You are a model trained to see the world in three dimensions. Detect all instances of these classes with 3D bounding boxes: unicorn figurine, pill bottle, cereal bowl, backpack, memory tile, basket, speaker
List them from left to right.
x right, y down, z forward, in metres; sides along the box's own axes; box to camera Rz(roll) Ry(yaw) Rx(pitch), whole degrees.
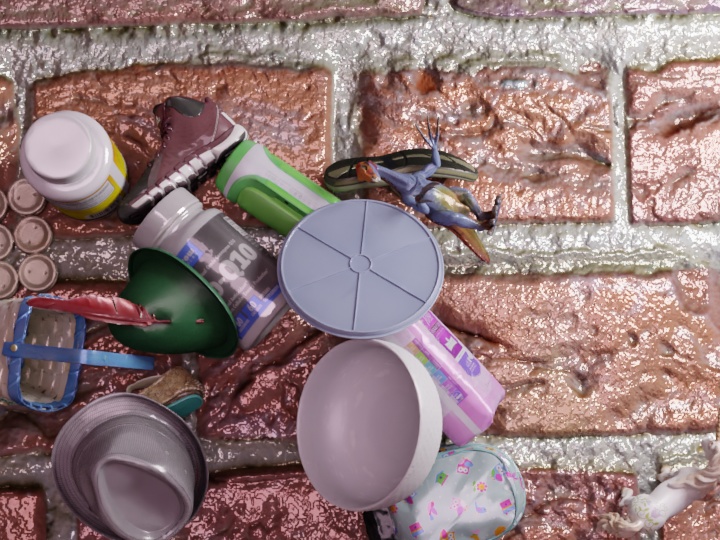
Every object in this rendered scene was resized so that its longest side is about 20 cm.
[{"bbox_3d":[-0.494,-0.031,1.485,0.199,0.017,0.154,-11,83,-5],"label":"memory tile"},{"bbox_3d":[-0.369,0.101,1.399,0.199,0.176,0.139,0,81,16],"label":"basket"},{"bbox_3d":[-0.349,-0.129,1.412,0.109,0.200,0.110,0,82,-3],"label":"pill bottle"},{"bbox_3d":[-0.180,-0.005,1.448,0.200,0.114,0.114,40,83,3],"label":"pill bottle"},{"bbox_3d":[-0.084,-0.082,1.476,0.200,0.088,0.089,35,82,2],"label":"speaker"},{"bbox_3d":[0.021,0.181,1.355,0.083,0.200,0.201,11,79,-45],"label":"cereal bowl"},{"bbox_3d":[0.103,0.288,1.414,0.200,0.127,0.167,-15,85,0],"label":"backpack"},{"bbox_3d":[0.387,0.268,1.427,0.074,0.137,0.200,41,82,3],"label":"unicorn figurine"}]

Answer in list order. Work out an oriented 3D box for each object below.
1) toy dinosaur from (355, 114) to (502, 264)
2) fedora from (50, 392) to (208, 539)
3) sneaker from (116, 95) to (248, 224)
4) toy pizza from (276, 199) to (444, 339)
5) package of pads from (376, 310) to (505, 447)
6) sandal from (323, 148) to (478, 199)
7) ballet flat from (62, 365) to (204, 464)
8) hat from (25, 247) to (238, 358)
[{"bbox_3d":[0.080,-0.081,1.436,0.181,0.200,0.105,11,38,8],"label":"toy dinosaur"},{"bbox_3d":[-0.272,0.254,1.387,0.177,0.090,0.200,-35,111,-4],"label":"fedora"},{"bbox_3d":[-0.252,-0.152,1.491,0.200,0.076,0.116,-37,81,-17],"label":"sneaker"},{"bbox_3d":[0.000,0.000,1.387,0.200,0.032,0.201,0,56,-1],"label":"toy pizza"},{"bbox_3d":[0.089,0.116,1.440,0.076,0.120,0.200,-44,86,14],"label":"package of pads"},{"bbox_3d":[0.052,-0.118,1.502,0.200,0.080,0.057,-6,115,-5],"label":"sandal"},{"bbox_3d":[-0.293,0.181,1.452,0.200,0.071,0.065,-26,57,-8],"label":"ballet flat"},{"bbox_3d":[-0.273,0.083,1.375,0.200,0.166,0.176,41,54,1],"label":"hat"}]
